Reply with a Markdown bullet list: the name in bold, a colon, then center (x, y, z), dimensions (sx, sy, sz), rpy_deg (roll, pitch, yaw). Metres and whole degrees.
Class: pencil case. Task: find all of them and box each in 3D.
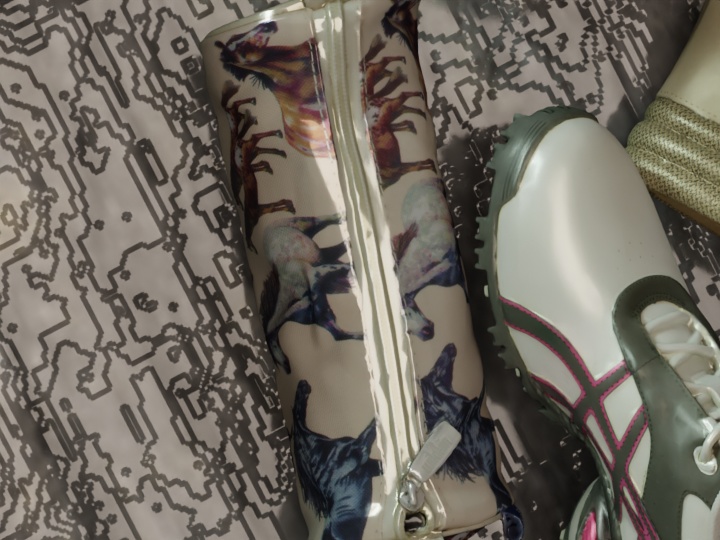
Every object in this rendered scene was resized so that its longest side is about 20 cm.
- **pencil case**: center (0.000, 0.000, 0.868), dimensions (0.077, 0.089, 0.201), rpy_deg (-11, 91, -20)

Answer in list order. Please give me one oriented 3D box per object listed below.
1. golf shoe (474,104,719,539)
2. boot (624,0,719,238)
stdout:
- **golf shoe**: center (0.101, 0.039, 0.853), dimensions (0.077, 0.088, 0.201), rpy_deg (-20, 97, -39)
- **boot**: center (0.201, -0.053, 0.899), dimensions (0.199, 0.073, 0.156), rpy_deg (25, 87, -3)
